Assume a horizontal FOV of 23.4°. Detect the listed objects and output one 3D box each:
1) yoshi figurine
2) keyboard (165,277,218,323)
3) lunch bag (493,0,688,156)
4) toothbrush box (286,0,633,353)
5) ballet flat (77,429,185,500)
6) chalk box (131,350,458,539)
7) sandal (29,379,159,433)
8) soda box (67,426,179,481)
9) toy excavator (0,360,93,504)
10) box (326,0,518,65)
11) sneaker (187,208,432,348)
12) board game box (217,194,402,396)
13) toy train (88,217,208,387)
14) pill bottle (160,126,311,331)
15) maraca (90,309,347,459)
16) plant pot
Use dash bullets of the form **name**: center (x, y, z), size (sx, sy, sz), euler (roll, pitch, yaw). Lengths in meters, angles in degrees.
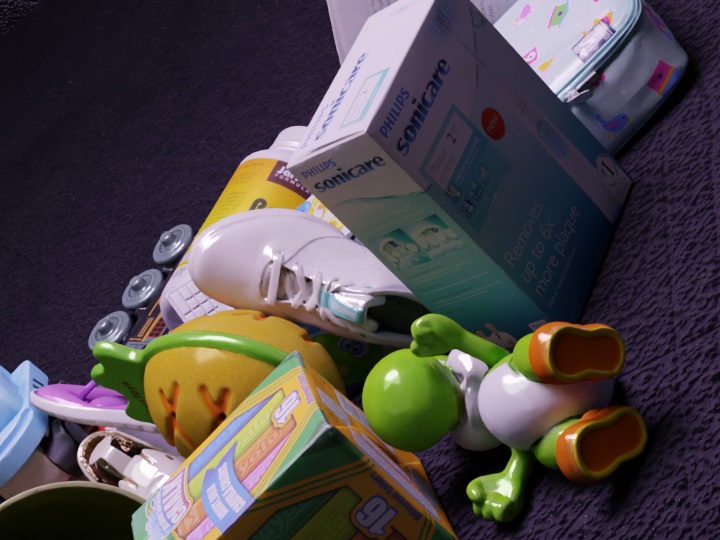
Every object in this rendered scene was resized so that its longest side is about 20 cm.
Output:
- **yoshi figurine**: center (0.069, 0.079, 1.017), size (0.199, 0.112, 0.113), euler (-7, 51, 62)
- **keyboard**: center (-0.065, -0.005, 1.376), size (0.199, 0.057, 0.011), euler (-34, 1, -35)
- **lunch bag**: center (0.147, -0.143, 1.280), size (0.160, 0.077, 0.200), euler (-43, 22, 11)
- **toothbrush box**: center (0.068, -0.063, 1.127), size (0.085, 0.200, 0.147), euler (-21, 32, 47)
- **ballet flat**: center (-0.153, 0.152, 1.223), size (0.068, 0.062, 0.199), euler (-53, 24, -16)
- **chalk box**: center (-0.057, 0.176, 1.059), size (0.200, 0.125, 0.124), euler (-46, 21, 5)
- **sandal**: center (-0.150, 0.096, 1.321), size (0.082, 0.200, 0.050), euler (-4, -79, -80)
- **soda box**: center (-0.214, 0.184, 1.409), size (0.201, 0.068, 0.063), euler (-53, 22, -15)
- **toy excavator**: center (-0.311, 0.090, 1.384), size (0.100, 0.200, 0.195), euler (-43, 22, 6)
- **box**: center (0.064, -0.281, 1.440), size (0.169, 0.202, 0.200), euler (-4, 37, 13)
- **sneaker**: center (-0.018, 0.013, 1.166), size (0.089, 0.197, 0.076), euler (-100, 22, -72)
- **board game box**: center (0.000, 0.000, 1.274), size (0.200, 0.105, 0.103), euler (-40, 23, 20)
- **toy train**: center (-0.157, 0.036, 1.548), size (0.113, 0.085, 0.201), euler (1, 49, 46)
- **pill bottle**: center (-0.077, -0.022, 1.448), size (0.109, 0.109, 0.201), euler (-19, 36, 50)
- **maraca**: center (-0.095, 0.084, 1.172), size (0.198, 0.138, 0.108), euler (-2, 48, 35)
- **plant pot**: center (-0.212, 0.259, 1.170), size (0.188, 0.186, 0.200), euler (-61, 11, -31)
